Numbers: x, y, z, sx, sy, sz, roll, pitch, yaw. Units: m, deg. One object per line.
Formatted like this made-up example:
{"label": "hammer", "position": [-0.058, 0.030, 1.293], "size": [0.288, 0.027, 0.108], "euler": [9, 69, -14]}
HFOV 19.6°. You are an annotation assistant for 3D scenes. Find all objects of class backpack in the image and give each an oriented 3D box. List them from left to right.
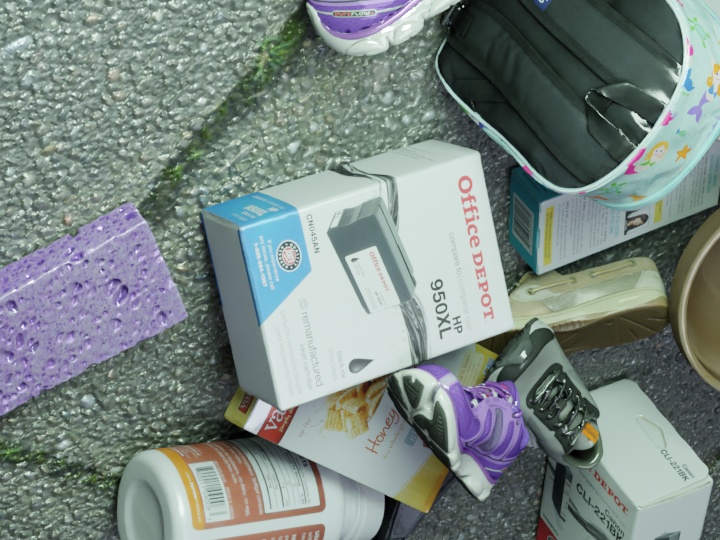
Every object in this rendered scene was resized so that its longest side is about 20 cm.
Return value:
{"label": "backpack", "position": [0.173, -0.142, 1.478], "size": [0.150, 0.200, 0.178], "euler": [18, 116, -44]}

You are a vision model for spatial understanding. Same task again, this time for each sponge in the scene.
{"label": "sponge", "position": [-0.230, 0.038, 1.493], "size": [0.200, 0.030, 0.112], "euler": [-29, 139, -10]}

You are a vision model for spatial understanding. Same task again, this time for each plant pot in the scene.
{"label": "plant pot", "position": [0.341, 0.002, 1.744], "size": [0.200, 0.093, 0.201], "euler": [-8, 119, -15]}

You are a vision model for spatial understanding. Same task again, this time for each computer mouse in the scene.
{"label": "computer mouse", "position": [0.039, 0.178, 1.769], "size": [0.053, 0.139, 0.200], "euler": [37, 95, -10]}

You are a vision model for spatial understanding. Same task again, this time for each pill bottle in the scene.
{"label": "pill bottle", "position": [-0.086, 0.190, 1.676], "size": [0.200, 0.112, 0.112], "euler": [-4, 130, -33]}

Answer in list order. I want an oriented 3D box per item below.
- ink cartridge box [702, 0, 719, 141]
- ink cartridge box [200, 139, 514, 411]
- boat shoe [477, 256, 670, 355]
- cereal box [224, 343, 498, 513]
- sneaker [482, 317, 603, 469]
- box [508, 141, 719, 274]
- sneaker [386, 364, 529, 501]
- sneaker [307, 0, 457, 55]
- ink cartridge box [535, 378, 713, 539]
{"label": "ink cartridge box", "position": [0.331, -0.176, 1.600], "size": [0.200, 0.147, 0.146], "euler": [12, 121, -43]}
{"label": "ink cartridge box", "position": [0.000, 0.000, 1.538], "size": [0.200, 0.084, 0.145], "euler": [-19, 107, -21]}
{"label": "boat shoe", "position": [0.157, 0.034, 1.741], "size": [0.200, 0.065, 0.072], "euler": [-12, 147, 0]}
{"label": "cereal box", "position": [0.005, 0.092, 1.640], "size": [0.200, 0.040, 0.144], "euler": [27, 88, -35]}
{"label": "sneaker", "position": [0.157, 0.103, 1.694], "size": [0.074, 0.079, 0.200], "euler": [-49, 150, -9]}
{"label": "box", "position": [0.219, -0.072, 1.693], "size": [0.200, 0.049, 0.082], "euler": [-21, 138, -18]}
{"label": "sneaker", "position": [0.081, 0.106, 1.589], "size": [0.083, 0.081, 0.200], "euler": [-42, 155, -2]}
{"label": "sneaker", "position": [0.050, -0.225, 1.400], "size": [0.200, 0.081, 0.083], "euler": [-37, 128, -5]}
{"label": "ink cartridge box", "position": [0.239, 0.222, 1.913], "size": [0.084, 0.144, 0.200], "euler": [-17, 136, -22]}
